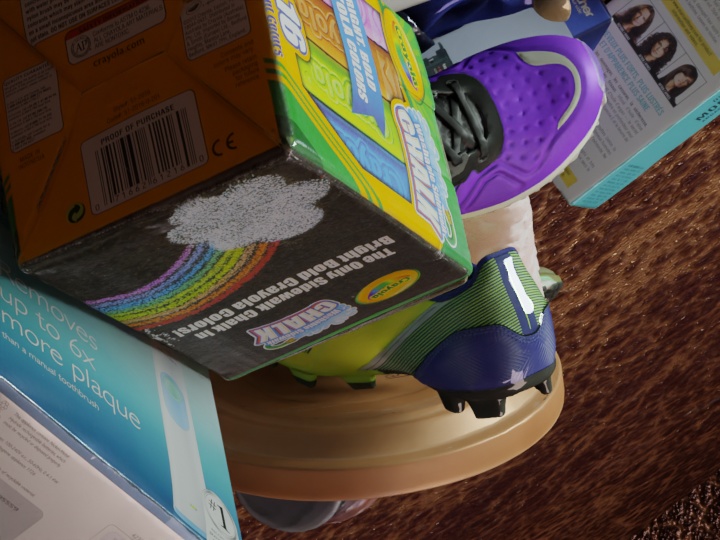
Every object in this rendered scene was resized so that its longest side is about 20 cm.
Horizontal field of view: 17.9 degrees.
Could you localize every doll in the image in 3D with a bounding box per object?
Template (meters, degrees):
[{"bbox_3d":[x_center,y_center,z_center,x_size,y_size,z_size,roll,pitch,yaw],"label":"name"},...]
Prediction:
[{"bbox_3d":[0.005,-0.109,1.070,0.199,0.049,0.136,-24,172,-9],"label":"doll"}]

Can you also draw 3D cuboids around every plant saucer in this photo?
[{"bbox_3d":[-0.001,0.054,1.112,0.200,0.200,0.033,-22,117,-34],"label":"plant saucer"}]

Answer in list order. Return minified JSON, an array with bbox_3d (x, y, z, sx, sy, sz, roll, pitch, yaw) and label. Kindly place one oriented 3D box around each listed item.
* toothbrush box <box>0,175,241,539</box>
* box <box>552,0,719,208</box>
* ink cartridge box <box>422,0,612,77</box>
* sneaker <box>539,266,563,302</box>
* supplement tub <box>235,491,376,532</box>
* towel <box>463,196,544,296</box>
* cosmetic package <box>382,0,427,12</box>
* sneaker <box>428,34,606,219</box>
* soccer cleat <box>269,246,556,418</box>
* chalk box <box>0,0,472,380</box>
[{"bbox_3d":[-0.131,0.039,0.898,0.085,0.200,0.146,-36,124,14],"label":"toothbrush box"},{"bbox_3d":[0.181,-0.127,1.295,0.200,0.083,0.049,-38,165,19],"label":"box"},{"bbox_3d":[0.057,-0.097,1.210,0.199,0.042,0.119,-30,170,-17],"label":"ink cartridge box"},{"bbox_3d":[0.043,-0.001,1.384,0.199,0.089,0.077,0,145,-44],"label":"sneaker"},{"bbox_3d":[-0.016,0.087,1.401,0.107,0.107,0.200,-40,-176,24],"label":"supplement tub"},{"bbox_3d":[0.000,0.000,1.207,0.190,0.032,0.200,-3,155,7],"label":"towel"},{"bbox_3d":[0.038,-0.158,0.983,0.199,0.051,0.083,-23,160,-28],"label":"cosmetic package"},{"bbox_3d":[0.021,-0.051,1.056,0.199,0.070,0.100,-25,174,8],"label":"sneaker"},{"bbox_3d":[0.014,0.013,1.040,0.064,0.084,0.200,-23,-161,-34],"label":"soccer cleat"},{"bbox_3d":[-0.041,-0.044,0.912,0.124,0.125,0.200,-22,154,19],"label":"chalk box"}]
